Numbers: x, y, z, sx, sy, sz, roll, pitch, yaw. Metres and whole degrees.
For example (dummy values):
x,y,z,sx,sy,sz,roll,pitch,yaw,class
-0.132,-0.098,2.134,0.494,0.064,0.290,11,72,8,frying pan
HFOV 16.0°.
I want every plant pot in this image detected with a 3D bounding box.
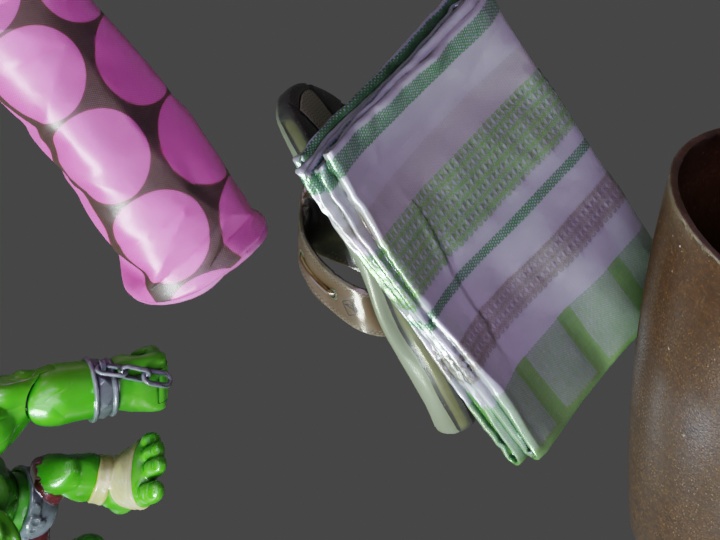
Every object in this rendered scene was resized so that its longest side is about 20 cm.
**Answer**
x,y,z,sx,sy,sz,roll,pitch,yaw,class
0.210,0.061,1.287,0.185,0.187,0.201,15,123,-7,plant pot

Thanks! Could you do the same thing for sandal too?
x,y,z,sx,sy,sz,roll,pitch,yaw,class
0.000,0.001,1.301,0.057,0.080,0.202,-18,109,19,sandal

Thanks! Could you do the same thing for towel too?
x,y,z,sx,sy,sz,roll,pitch,yaw,class
0.071,-0.024,1.273,0.149,0.031,0.200,-47,111,-26,towel

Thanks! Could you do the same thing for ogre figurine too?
x,y,z,sx,sy,sz,roll,pitch,yaw,class
-0.179,0.130,1.331,0.119,0.098,0.201,12,124,-24,ogre figurine

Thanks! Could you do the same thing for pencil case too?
x,y,z,sx,sy,sz,roll,pitch,yaw,class
-0.134,-0.076,1.265,0.091,0.093,0.201,-46,109,-34,pencil case
